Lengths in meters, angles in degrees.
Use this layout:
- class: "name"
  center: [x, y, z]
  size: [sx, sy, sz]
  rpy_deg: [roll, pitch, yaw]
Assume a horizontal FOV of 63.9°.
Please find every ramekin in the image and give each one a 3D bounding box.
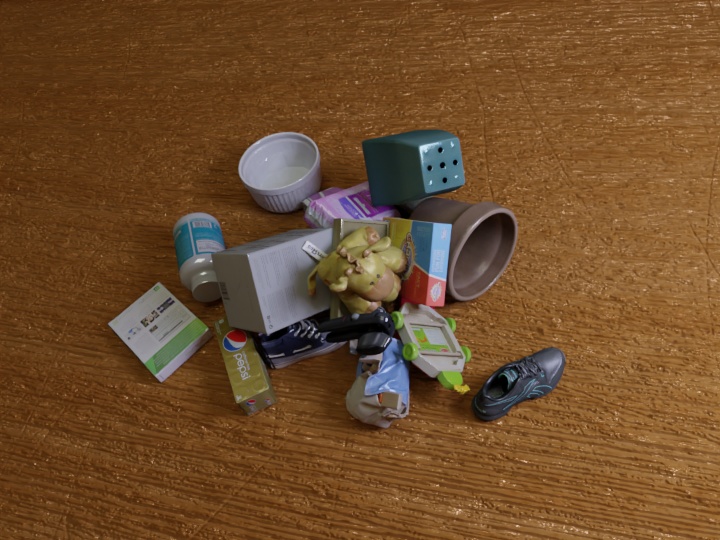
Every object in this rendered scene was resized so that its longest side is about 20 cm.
- class: "ramekin"
  center: [-0.190, -0.234, 1.422]
  size: [0.199, 0.105, 0.201]
  rpy_deg: [-5, 53, 7]

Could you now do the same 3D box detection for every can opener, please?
- class: "can opener"
  center: [-0.013, 0.104, 1.034]
  size: [0.199, 0.064, 0.079]
  rpy_deg: [-5, 33, 50]

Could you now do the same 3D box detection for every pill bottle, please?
- class: "pill bottle"
  center: [-0.356, -0.027, 1.299]
  size: [0.110, 0.111, 0.201]
  rpy_deg: [-19, 53, -3]

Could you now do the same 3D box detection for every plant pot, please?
- class: "plant pot"
  center: [0.190, -0.064, 1.176]
  size: [0.200, 0.201, 0.174]
  rpy_deg: [-39, 47, -18]
- class: "plant pot"
  center: [0.113, -0.209, 1.161]
  size: [0.141, 0.142, 0.200]
  rpy_deg: [-15, 13, -19]

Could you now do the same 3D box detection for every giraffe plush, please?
- class: "giraffe plush"
  center: [0.003, -0.001, 1.022]
  size: [0.199, 0.162, 0.174]
  rpy_deg: [19, 86, -17]

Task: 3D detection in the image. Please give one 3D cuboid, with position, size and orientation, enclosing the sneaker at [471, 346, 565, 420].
- class: "sneaker"
  center: [0.288, 0.195, 1.028]
  size: [0.199, 0.079, 0.075]
  rpy_deg: [-32, 54, -14]

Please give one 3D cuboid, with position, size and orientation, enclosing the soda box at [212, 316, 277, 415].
- class: "soda box"
  center: [-0.231, 0.181, 1.151]
  size: [0.067, 0.064, 0.200]
  rpy_deg: [-23, 54, -7]

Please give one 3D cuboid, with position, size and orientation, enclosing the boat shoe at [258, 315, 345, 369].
- class: "boat shoe"
  center: [-0.107, 0.125, 1.148]
  size: [0.199, 0.093, 0.075]
  rpy_deg: [-25, 53, -7]

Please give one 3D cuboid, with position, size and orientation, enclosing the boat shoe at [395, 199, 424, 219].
- class: "boat shoe"
  center: [0.132, -0.139, 1.315]
  size: [0.200, 0.062, 0.075]
  rpy_deg: [36, 80, 15]

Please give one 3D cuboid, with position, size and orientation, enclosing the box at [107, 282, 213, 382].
- class: "box"
  center: [-0.433, 0.129, 1.249]
  size: [0.200, 0.036, 0.144]
  rpy_deg: [34, 67, 31]

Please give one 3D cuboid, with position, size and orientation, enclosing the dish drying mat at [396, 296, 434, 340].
- class: "dish drying mat"
  center: [0.116, 0.063, 1.196]
  size: [0.076, 0.018, 0.201]
  rpy_deg: [0, 54, 10]

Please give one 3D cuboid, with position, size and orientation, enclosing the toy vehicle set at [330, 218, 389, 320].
- class: "toy vehicle set"
  center: [0.000, 0.000, 1.144]
  size: [0.026, 0.124, 0.201]
  rpy_deg: [3, 90, 51]

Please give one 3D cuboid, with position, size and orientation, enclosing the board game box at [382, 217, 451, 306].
- class: "board game box"
  center: [0.100, -0.023, 1.131]
  size: [0.040, 0.154, 0.200]
  rpy_deg: [2, 6, -26]

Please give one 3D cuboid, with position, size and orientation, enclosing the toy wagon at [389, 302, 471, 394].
- class: "toy wagon"
  center: [0.136, 0.145, 1.066]
  size: [0.155, 0.040, 0.201]
  rpy_deg: [10, 44, -38]

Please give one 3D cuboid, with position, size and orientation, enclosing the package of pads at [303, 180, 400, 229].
- class: "package of pads"
  center: [-0.014, -0.115, 1.251]
  size: [0.200, 0.076, 0.121]
  rpy_deg: [-27, 72, -45]

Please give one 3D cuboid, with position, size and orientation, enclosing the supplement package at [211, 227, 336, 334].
- class: "supplement package"
  center: [-0.155, 0.013, 1.131]
  size: [0.199, 0.153, 0.150]
  rpy_deg: [-21, 15, -38]

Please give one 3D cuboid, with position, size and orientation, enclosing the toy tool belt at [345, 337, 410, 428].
- class: "toy tool belt"
  center: [0.046, 0.175, 1.054]
  size: [0.124, 0.123, 0.201]
  rpy_deg: [17, 53, -19]

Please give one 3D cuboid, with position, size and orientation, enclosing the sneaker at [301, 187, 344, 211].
- class: "sneaker"
  center: [-0.044, -0.129, 1.338]
  size: [0.114, 0.073, 0.201]
  rpy_deg: [-30, 54, -15]
